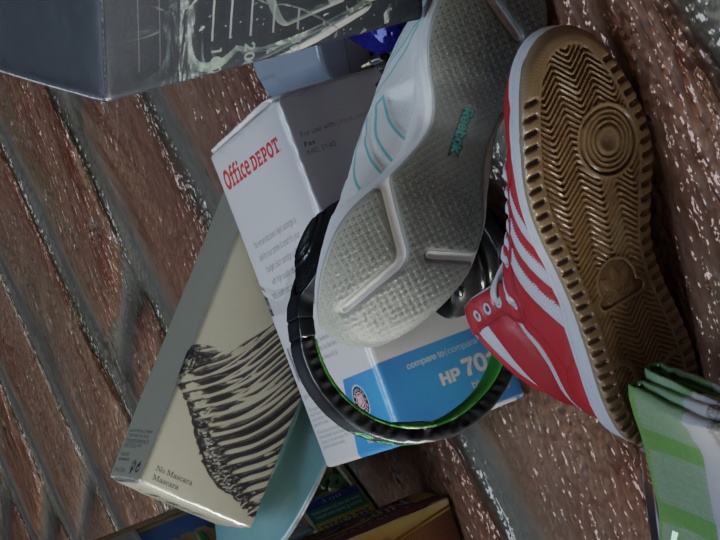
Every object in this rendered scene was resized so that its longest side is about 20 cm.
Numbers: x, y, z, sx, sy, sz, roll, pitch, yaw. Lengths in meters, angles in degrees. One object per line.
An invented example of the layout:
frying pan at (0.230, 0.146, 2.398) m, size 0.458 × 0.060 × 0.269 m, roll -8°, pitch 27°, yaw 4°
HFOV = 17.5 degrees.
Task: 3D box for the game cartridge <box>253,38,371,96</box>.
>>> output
game cartridge at (-0.052, -0.202, 1.358) m, size 0.133 × 0.041 × 0.201 m, roll 177°, pitch 75°, yaw -74°

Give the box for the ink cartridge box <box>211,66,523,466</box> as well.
ink cartridge box at (0.000, 0.000, 1.331) m, size 0.201 × 0.085 × 0.146 m, roll 71°, pitch 160°, yaw 3°

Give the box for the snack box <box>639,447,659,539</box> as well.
snack box at (0.173, 0.182, 1.127) m, size 0.072 × 0.024 × 0.201 m, roll 33°, pitch 138°, yaw 58°

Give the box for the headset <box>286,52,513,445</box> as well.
headset at (0.025, -0.012, 1.210) m, size 0.094 × 0.123 × 0.202 m, roll 152°, pitch 115°, yaw -72°

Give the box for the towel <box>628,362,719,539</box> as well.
towel at (0.188, 0.131, 0.993) m, size 0.200 × 0.031 × 0.150 m, roll 22°, pitch 128°, yaw 55°

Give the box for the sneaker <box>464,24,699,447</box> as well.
sneaker at (0.089, -0.020, 1.094) m, size 0.112 × 0.071 × 0.201 m, roll 20°, pitch 129°, yaw 61°

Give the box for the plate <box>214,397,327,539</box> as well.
plate at (-0.056, 0.097, 1.485) m, size 0.201 × 0.025 × 0.201 m, roll -56°, pitch 22°, yaw 36°

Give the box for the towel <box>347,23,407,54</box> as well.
towel at (-0.010, -0.221, 1.195) m, size 0.148 × 0.049 × 0.201 m, roll -140°, pitch 37°, yaw -61°

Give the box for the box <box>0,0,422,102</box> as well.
box at (-0.079, -0.199, 1.043) m, size 0.123 × 0.196 × 0.202 m, roll 18°, pitch 118°, yaw 41°

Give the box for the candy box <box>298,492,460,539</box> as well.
candy box at (0.026, 0.252, 1.457) m, size 0.056 × 0.116 × 0.201 m, roll -1°, pitch 107°, yaw 69°

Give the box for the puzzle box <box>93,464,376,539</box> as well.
puzzle box at (-0.077, 0.200, 1.559) m, size 0.133 × 0.199 × 0.026 m, roll 50°, pitch 152°, yaw 42°

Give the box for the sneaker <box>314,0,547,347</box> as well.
sneaker at (0.031, -0.058, 1.139) m, size 0.201 × 0.070 × 0.080 m, roll -66°, pitch 16°, yaw 7°

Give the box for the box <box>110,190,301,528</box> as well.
box at (-0.074, 0.050, 1.423) m, size 0.068 × 0.082 × 0.201 m, roll -7°, pitch 62°, yaw 69°
